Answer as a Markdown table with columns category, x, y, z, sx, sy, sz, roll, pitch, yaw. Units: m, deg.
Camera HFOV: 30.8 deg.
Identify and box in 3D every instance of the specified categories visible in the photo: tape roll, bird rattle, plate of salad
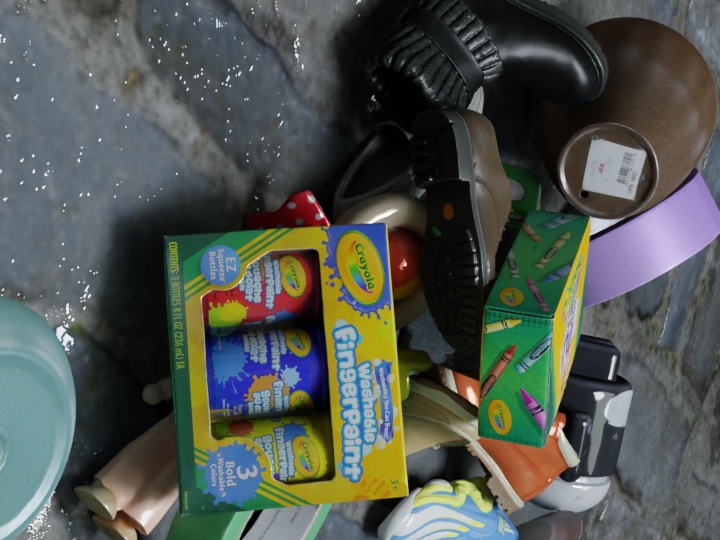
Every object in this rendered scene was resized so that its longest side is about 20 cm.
| category | x | y | z | sx | sy | sz | roll | pitch | yaw |
| --- | --- | --- | --- | --- | --- | --- | --- | --- | --- |
| tape roll | 0.282 | -0.033 | 1.390 | 0.200 | 0.199 | 0.066 | -34 | 99 | -41 |
| bird rattle | 0.000 | 0.000 | 1.100 | 0.163 | 0.113 | 0.201 | -36 | 121 | -12 |
| plate of salad | 0.163 | 0.333 | 1.407 | 0.048 | 0.200 | 0.200 | 52 | 55 | -7 |
| tape roll | -0.084 | 0.198 | 1.082 | 0.201 | 0.048 | 0.201 | -47 | 153 | -33 |

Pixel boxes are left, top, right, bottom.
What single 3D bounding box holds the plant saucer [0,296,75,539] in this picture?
| category | x | y | z | sx | sy | sz | roll | pitch | yaw |
| --- | --- | --- | --- | --- | --- | --- | --- | --- | --- |
| plant saucer | -0.260 | 0.117 | 0.871 | 0.199 | 0.036 | 0.202 | -24 | 122 | -46 |

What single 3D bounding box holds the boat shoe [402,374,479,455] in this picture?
| category | x | y | z | sx | sy | sz | roll | pitch | yaw |
| --- | --- | --- | --- | --- | --- | --- | --- | --- | --- |
| boat shoe | 0.042 | 0.139 | 1.154 | 0.072 | 0.200 | 0.076 | 39 | 75 | -18 |

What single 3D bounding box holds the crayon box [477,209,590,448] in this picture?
| category | x | y | z | sx | sy | sz | roll | pitch | yaw |
| --- | --- | --- | --- | --- | --- | --- | --- | --- | --- |
| crayon box | 0.148 | 0.043 | 1.099 | 0.200 | 0.058 | 0.120 | -55 | 149 | -59 |

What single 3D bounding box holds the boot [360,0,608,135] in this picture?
| category | x | y | z | sx | sy | sz | roll | pitch | yaw |
| --- | --- | --- | --- | --- | --- | --- | --- | --- | --- |
| boot | 0.108 | -0.169 | 1.133 | 0.210 | 0.079 | 0.159 | 31 | 58 | -11 |

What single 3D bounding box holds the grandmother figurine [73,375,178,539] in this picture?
| category | x | y | z | sx | sy | sz | roll | pitch | yaw |
| --- | --- | --- | --- | --- | --- | --- | --- | --- | --- |
| grandmother figurine | -0.131 | 0.128 | 1.030 | 0.200 | 0.060 | 0.122 | -47 | 146 | -28 |

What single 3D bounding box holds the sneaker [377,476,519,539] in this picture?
| category | x | y | z | sx | sy | sz | roll | pitch | yaw |
| --- | --- | --- | --- | --- | --- | --- | --- | --- | --- |
| sneaker | 0.105 | 0.271 | 1.350 | 0.199 | 0.105 | 0.076 | -5 | 137 | -53 |

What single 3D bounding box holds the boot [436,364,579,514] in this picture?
| category | x | y | z | sx | sy | sz | roll | pitch | yaw |
| --- | --- | --- | --- | --- | --- | --- | --- | --- | --- |
| boot | 0.152 | 0.153 | 1.350 | 0.107 | 0.075 | 0.201 | -29 | 121 | 8 |

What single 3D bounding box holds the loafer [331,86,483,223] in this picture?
| category | x | y | z | sx | sy | sz | roll | pitch | yaw |
| --- | --- | --- | --- | --- | --- | --- | --- | --- | --- |
| loafer | 0.044 | -0.109 | 1.155 | 0.201 | 0.070 | 0.070 | -54 | 149 | -23 |

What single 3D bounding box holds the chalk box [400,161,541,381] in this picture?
| category | x | y | z | sx | sy | sz | roll | pitch | yaw |
| --- | --- | --- | --- | --- | --- | --- | --- | --- | --- |
| chalk box | 0.136 | -0.003 | 1.275 | 0.123 | 0.124 | 0.202 | -1 | 106 | -53 |

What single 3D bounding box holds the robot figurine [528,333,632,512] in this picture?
| category | x | y | z | sx | sy | sz | roll | pitch | yaw |
| --- | --- | --- | --- | --- | --- | --- | --- | --- | --- |
| robot figurine | 0.236 | 0.174 | 1.485 | 0.150 | 0.124 | 0.202 | 2 | 102 | -49 |

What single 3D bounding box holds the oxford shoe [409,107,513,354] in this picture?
| category | x | y | z | sx | sy | sz | roll | pitch | yaw |
| --- | --- | --- | --- | --- | --- | --- | --- | --- | --- |
| oxford shoe | 0.095 | -0.033 | 1.072 | 0.084 | 0.072 | 0.202 | -9 | 101 | -42 |

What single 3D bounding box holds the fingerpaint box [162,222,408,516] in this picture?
| category | x | y | z | sx | sy | sz | roll | pitch | yaw |
| --- | --- | --- | --- | --- | --- | --- | --- | --- | --- |
| fingerpaint box | -0.057 | 0.071 | 0.962 | 0.165 | 0.073 | 0.202 | -3 | 85 | -9 |

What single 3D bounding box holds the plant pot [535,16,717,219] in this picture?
| category | x | y | z | sx | sy | sz | roll | pitch | yaw |
| --- | --- | --- | --- | --- | --- | --- | --- | --- | --- |
| plant pot | 0.249 | -0.129 | 1.263 | 0.200 | 0.185 | 0.189 | -58 | 150 | -62 |
